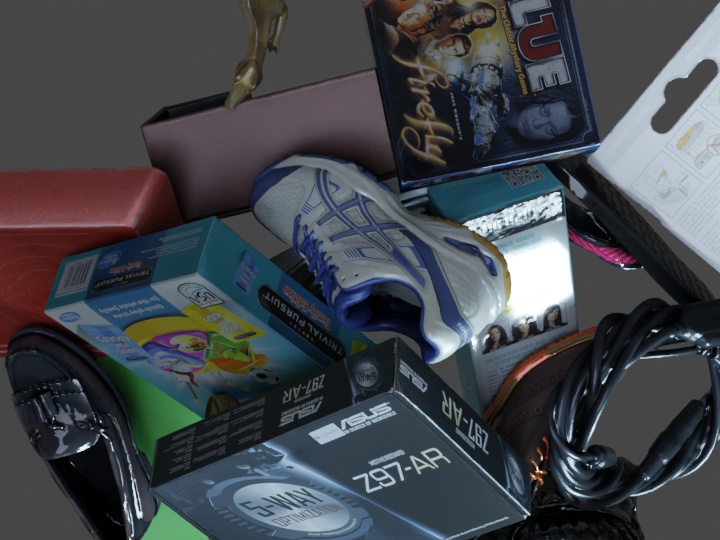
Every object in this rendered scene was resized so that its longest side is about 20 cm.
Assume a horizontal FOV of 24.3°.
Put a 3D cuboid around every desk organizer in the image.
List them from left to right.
[{"bbox_3d":[-0.047,-0.094,1.179,0.199,0.072,0.077,-13,105,11],"label":"desk organizer"}]

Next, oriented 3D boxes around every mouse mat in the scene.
[{"bbox_3d":[-0.121,0.149,1.310,0.160,0.008,0.201,-4,110,9],"label":"mouse mat"}]

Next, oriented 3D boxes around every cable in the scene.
[{"bbox_3d":[0.192,0.093,1.148,0.051,0.200,0.164,44,129,36],"label":"cable"}]

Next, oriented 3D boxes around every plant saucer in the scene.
[{"bbox_3d":[-0.218,0.005,1.199,0.199,0.037,0.200,-1,142,8],"label":"plant saucer"}]

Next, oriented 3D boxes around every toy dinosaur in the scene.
[{"bbox_3d":[-0.069,-0.212,1.122,0.058,0.101,0.201,-2,109,8],"label":"toy dinosaur"}]

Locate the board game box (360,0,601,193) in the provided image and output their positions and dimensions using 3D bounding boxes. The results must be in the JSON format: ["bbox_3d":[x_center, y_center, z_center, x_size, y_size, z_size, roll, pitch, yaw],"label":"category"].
[{"bbox_3d":[0.071,-0.164,1.104,0.135,0.035,0.201,-12,84,-1],"label":"board game box"}]

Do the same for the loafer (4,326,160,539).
[{"bbox_3d":[-0.207,0.132,1.252,0.072,0.063,0.200,-13,125,19],"label":"loafer"}]

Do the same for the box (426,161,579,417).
[{"bbox_3d":[0.104,0.021,1.164,0.082,0.049,0.200,-19,129,-9],"label":"box"}]

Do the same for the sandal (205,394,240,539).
[{"bbox_3d":[-0.088,0.152,1.221,0.054,0.081,0.200,-3,149,-10],"label":"sandal"}]

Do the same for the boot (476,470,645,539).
[{"bbox_3d":[0.107,0.199,1.216,0.210,0.158,0.080,-12,108,11],"label":"boot"}]

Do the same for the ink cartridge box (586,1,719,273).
[{"bbox_3d":[0.285,-0.077,1.160,0.200,0.057,0.163,40,110,2],"label":"ink cartridge box"}]

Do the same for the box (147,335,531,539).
[{"bbox_3d":[-0.012,0.136,1.100,0.200,0.044,0.160,-24,131,26],"label":"box"}]

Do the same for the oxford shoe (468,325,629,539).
[{"bbox_3d":[0.120,0.121,1.163,0.200,0.073,0.071,-44,129,10],"label":"oxford shoe"}]

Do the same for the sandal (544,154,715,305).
[{"bbox_3d":[0.170,-0.028,1.174,0.045,0.075,0.200,-41,103,20],"label":"sandal"}]

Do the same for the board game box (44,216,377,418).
[{"bbox_3d":[-0.092,0.047,1.149,0.151,0.047,0.200,-13,141,39],"label":"board game box"}]

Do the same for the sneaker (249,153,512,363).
[{"bbox_3d":[-0.004,-0.010,1.084,0.200,0.088,0.075,24,142,28],"label":"sneaker"}]

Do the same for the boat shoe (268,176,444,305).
[{"bbox_3d":[0.000,0.000,1.186,0.200,0.072,0.071,-35,59,35],"label":"boat shoe"}]
